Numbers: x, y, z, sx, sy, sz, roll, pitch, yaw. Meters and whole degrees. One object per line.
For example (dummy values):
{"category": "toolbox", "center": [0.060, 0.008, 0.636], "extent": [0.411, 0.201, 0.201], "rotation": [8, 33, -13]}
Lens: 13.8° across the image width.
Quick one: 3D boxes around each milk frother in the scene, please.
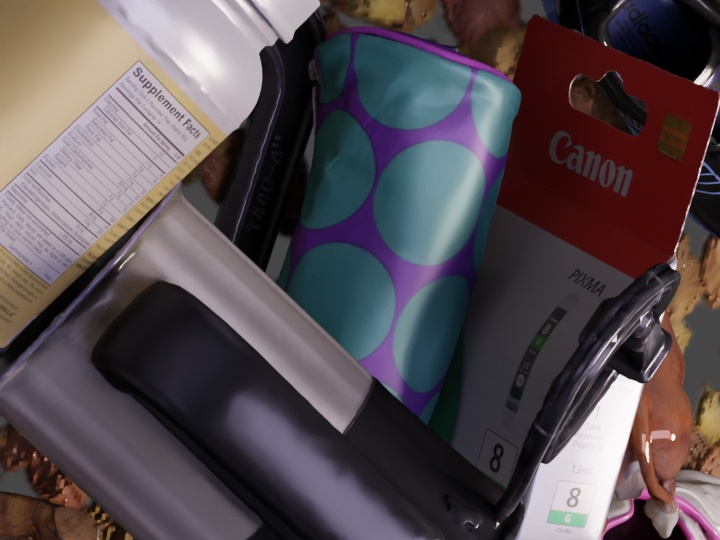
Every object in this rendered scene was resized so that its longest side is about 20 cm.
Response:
{"category": "milk frother", "center": [-0.007, 0.033, 1.132], "extent": [0.188, 0.180, 0.200], "rotation": [43, 64, -8]}

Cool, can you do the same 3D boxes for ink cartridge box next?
{"category": "ink cartridge box", "center": [0.068, 0.001, 1.255], "extent": [0.050, 0.161, 0.200], "rotation": [7, 103, -29]}

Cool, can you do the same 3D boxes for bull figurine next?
{"category": "bull figurine", "center": [0.110, 0.036, 1.320], "extent": [0.065, 0.200, 0.122], "rotation": [-2, 130, 2]}

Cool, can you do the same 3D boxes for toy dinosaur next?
{"category": "toy dinosaur", "center": [-0.190, 0.094, 1.162], "extent": [0.106, 0.200, 0.060], "rotation": [84, 14, -54]}

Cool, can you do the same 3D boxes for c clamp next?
{"category": "c clamp", "center": [-0.089, -0.058, 1.214], "extent": [0.171, 0.027, 0.200], "rotation": [4, 103, -42]}

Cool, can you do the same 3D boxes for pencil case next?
{"category": "pencil case", "center": [0.000, 0.000, 1.240], "extent": [0.085, 0.092, 0.200], "rotation": [2, 105, -70]}

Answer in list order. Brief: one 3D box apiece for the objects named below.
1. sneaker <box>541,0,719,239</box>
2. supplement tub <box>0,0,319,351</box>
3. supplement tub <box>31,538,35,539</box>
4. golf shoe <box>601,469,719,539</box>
{"category": "sneaker", "center": [0.158, -0.065, 1.319], "extent": [0.070, 0.078, 0.200], "rotation": [-46, 110, 2]}
{"category": "supplement tub", "center": [-0.128, -0.072, 1.079], "extent": [0.200, 0.145, 0.145], "rotation": [-44, 128, 0]}
{"category": "supplement tub", "center": [-0.115, 0.221, 1.209], "extent": [0.145, 0.145, 0.200], "rotation": [32, 74, -39]}
{"category": "golf shoe", "center": [0.145, 0.132, 1.411], "extent": [0.200, 0.091, 0.075], "rotation": [16, 96, -40]}
